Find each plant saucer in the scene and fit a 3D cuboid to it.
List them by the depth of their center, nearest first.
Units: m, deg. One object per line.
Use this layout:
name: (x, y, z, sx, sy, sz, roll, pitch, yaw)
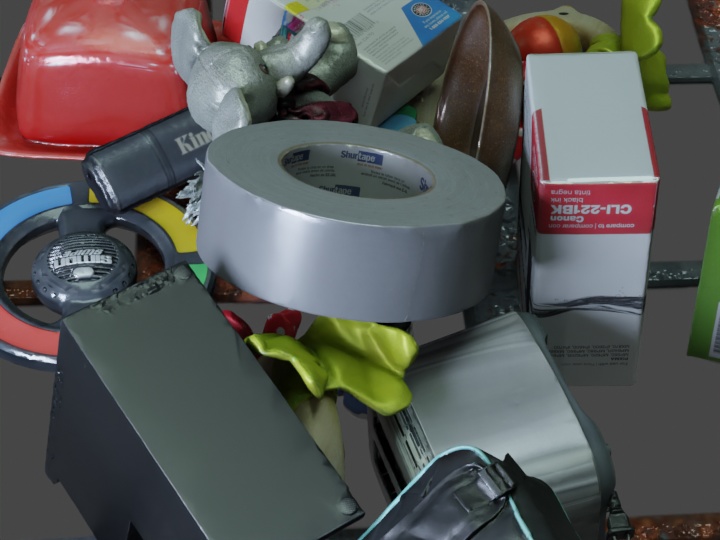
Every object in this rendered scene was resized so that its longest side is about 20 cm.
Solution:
plant saucer: (0.087, -0.102, 1.397, 0.036, 0.201, 0.201, 9, 43, -8)

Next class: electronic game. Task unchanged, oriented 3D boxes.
electronic game: (-0.207, 0.001, 1.386, 0.199, 0.042, 0.201, 2, 43, -1)

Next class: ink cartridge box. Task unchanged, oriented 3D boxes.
ink cartridge box: (0.159, -0.034, 1.325, 0.083, 0.201, 0.145, -1, 43, 1)
ink cartridge box: (0.305, -0.044, 1.378, 0.075, 0.148, 0.200, 12, 43, 12)
ink cartridge box: (-0.032, -0.215, 1.538, 0.200, 0.067, 0.116, 35, 47, 17)

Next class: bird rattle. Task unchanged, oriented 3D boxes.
bird rattle: (-0.053, 0.097, 1.208, 0.112, 0.200, 0.164, 0, 80, -30)
bird rattle: (0.162, -0.165, 1.553, 0.199, 0.113, 0.163, -28, 36, -15)

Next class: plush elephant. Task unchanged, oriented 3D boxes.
plush elephant: (-0.064, -0.125, 1.359, 0.199, 0.155, 0.165, -28, 59, -4)

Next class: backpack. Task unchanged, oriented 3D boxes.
backpack: (0.055, 0.226, 1.066, 0.200, 0.153, 0.176, -40, 50, 10)

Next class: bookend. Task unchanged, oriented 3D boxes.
bookend: (-0.106, 0.137, 1.161, 0.092, 0.199, 0.200, -26, 65, -27)

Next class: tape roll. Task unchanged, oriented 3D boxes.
tape roll: (-0.006, -0.037, 1.214, 0.199, 0.067, 0.200, 7, 21, -3)

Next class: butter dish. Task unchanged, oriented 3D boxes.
butter dish: (-0.201, -0.193, 1.515, 0.199, 0.148, 0.200, 4, 44, 2)

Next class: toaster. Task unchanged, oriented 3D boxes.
toaster: (0.083, 0.126, 1.217, 0.128, 0.114, 0.201, -14, 46, -11)

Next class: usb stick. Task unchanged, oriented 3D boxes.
usb stick: (-0.126, -0.103, 1.449, 0.199, 0.033, 0.056, -28, 81, -29)

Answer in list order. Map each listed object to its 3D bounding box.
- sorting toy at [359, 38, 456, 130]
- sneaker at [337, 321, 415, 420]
sorting toy: (-0.014, -0.151, 1.559, 0.199, 0.037, 0.186, 4, 43, 2)
sneaker: (0.000, 0.001, 1.341, 0.080, 0.116, 0.200, -11, 44, -15)
